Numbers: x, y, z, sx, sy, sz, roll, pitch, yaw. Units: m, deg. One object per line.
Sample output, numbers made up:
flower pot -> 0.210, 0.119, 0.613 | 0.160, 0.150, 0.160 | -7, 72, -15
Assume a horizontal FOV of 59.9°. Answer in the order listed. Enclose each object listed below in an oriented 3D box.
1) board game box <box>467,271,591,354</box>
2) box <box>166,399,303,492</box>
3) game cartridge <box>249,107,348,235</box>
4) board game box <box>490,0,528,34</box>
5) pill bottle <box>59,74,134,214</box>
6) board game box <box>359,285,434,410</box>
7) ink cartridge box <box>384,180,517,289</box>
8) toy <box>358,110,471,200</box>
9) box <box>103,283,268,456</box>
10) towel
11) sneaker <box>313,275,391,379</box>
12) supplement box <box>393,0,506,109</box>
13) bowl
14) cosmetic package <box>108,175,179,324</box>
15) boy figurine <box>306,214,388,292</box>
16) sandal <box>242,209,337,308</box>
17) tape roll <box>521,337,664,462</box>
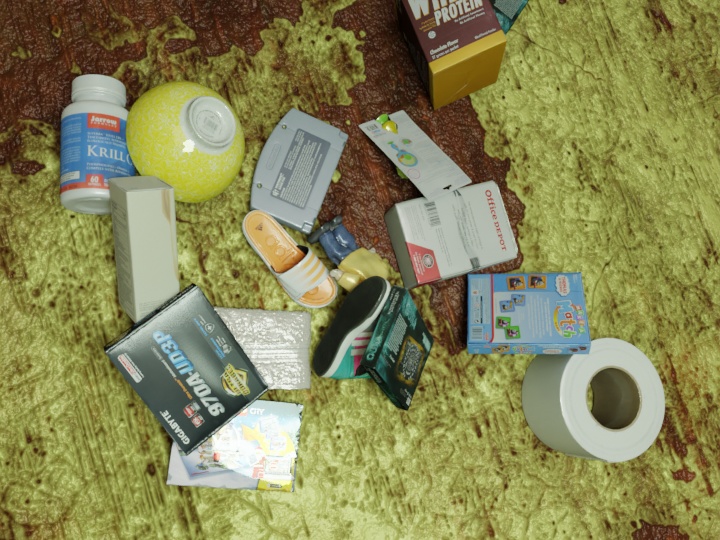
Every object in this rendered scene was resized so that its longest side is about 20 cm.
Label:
board game box -> 0.285, 0.072, 1.080 | 0.197, 0.037, 0.153 | -2, 50, 13
box -> -0.197, 0.273, 0.995 | 0.197, 0.038, 0.138 | 8, 77, -12
game cartridge -> -0.114, -0.178, 1.102 | 0.132, 0.042, 0.202 | 22, 75, -4
board game box -> 0.240, -0.574, 1.256 | 0.199, 0.028, 0.136 | 37, 74, -6
pill bottle -> -0.416, -0.199, 0.992 | 0.111, 0.112, 0.203 | -2, 81, -14
board game box -> 0.065, 0.130, 1.010 | 0.028, 0.200, 0.136 | 13, 65, 27
ink cartridge box -> 0.161, -0.062, 1.121 | 0.198, 0.083, 0.149 | -14, 83, -15
toy -> 0.093, -0.200, 1.131 | 0.114, 0.047, 0.201 | -26, 69, -33
box -> -0.254, 0.145, 0.931 | 0.158, 0.046, 0.201 | -37, 109, -18
towel -> -0.178, 0.128, 1.030 | 0.197, 0.034, 0.134 | 3, 80, -13
sneaker -> 0.020, 0.105, 1.025 | 0.120, 0.084, 0.201 | 18, 118, -35
supplement box -> 0.152, -0.431, 1.112 | 0.132, 0.197, 0.202 | -23, 84, 6
bowl -> -0.258, -0.219, 0.997 | 0.199, 0.107, 0.203 | 11, 72, -39
cosmetic package -> -0.323, -0.033, 0.940 | 0.070, 0.105, 0.202 | -10, 114, -33
boy figurine -> 0.000, 0.000, 1.075 | 0.201, 0.064, 0.124 | 52, 40, -1
sandal -> -0.118, -0.016, 1.045 | 0.207, 0.059, 0.079 | 46, 76, -13
tape roll -> 0.404, 0.224, 1.098 | 0.200, 0.139, 0.205 | 3, 78, -13
